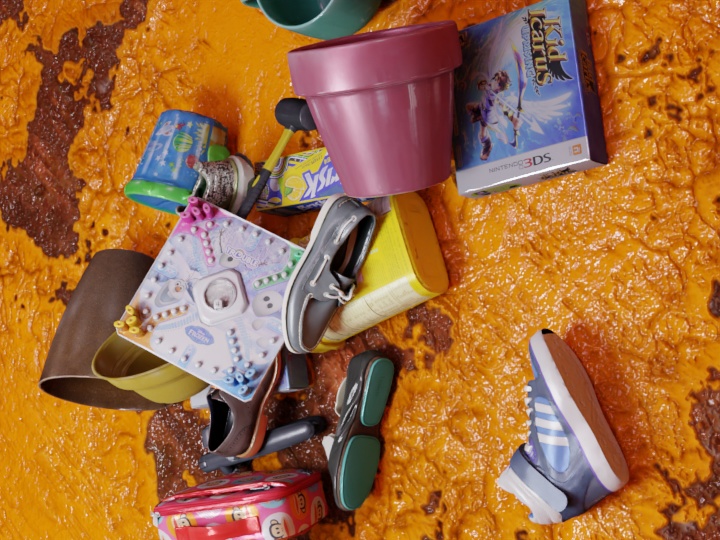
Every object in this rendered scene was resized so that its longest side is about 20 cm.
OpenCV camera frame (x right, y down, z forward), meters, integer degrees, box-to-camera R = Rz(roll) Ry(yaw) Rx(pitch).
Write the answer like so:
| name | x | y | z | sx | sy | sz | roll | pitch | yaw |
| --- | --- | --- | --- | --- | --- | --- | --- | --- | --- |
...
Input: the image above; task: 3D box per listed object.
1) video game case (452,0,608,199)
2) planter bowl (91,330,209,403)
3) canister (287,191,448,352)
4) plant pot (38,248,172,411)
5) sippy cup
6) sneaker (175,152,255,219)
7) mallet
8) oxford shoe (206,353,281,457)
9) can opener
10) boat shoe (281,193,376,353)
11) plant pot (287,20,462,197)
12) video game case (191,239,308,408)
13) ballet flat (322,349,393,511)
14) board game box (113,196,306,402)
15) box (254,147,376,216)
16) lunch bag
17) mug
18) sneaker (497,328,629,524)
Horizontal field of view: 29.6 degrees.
| name | x | y | z | sx | sy | sz | roll | pitch | yaw |
| --- | --- | --- | --- | --- | --- | --- | --- | --- | --- |
| video game case | 0.186 | -0.200 | 1.586 | 0.181 | 0.045 | 0.201 | -13 | 78 | 36 |
| planter bowl | -0.240 | 0.114 | 1.773 | 0.200 | 0.200 | 0.084 | -4 | 121 | 38 |
| canister | 0.000 | 0.000 | 1.693 | 0.200 | 0.086 | 0.149 | -26 | 71 | 33 |
| plant pot | -0.342 | 0.078 | 1.919 | 0.187 | 0.187 | 0.201 | -10 | 65 | 38 |
| sippy cup | -0.243 | -0.148 | 1.878 | 0.177 | 0.140 | 0.131 | 12 | 83 | 20 |
| sneaker | -0.207 | -0.062 | 1.776 | 0.077 | 0.088 | 0.200 | 36 | 115 | 52 |
| mallet | -0.109 | -0.132 | 1.729 | 0.066 | 0.041 | 0.200 | 5 | 65 | 48 |
| oxford shoe | -0.152 | 0.141 | 1.734 | 0.071 | 0.072 | 0.201 | 7 | 91 | 39 |
| can opener | -0.135 | 0.227 | 1.794 | 0.200 | 0.063 | 0.079 | -17 | 99 | 35 |
| boat shoe | -0.036 | 0.009 | 1.623 | 0.062 | 0.073 | 0.200 | 21 | 93 | 39 |
| plant pot | 0.028 | -0.186 | 1.589 | 0.200 | 0.200 | 0.179 | -1 | 107 | 38 |
| video game case | -0.159 | 0.073 | 1.829 | 0.181 | 0.045 | 0.201 | -14 | 78 | 38 |
| ballet flat | -0.006 | 0.197 | 1.701 | 0.068 | 0.068 | 0.201 | 8 | 81 | 48 |
| board game box | -0.173 | 0.030 | 1.669 | 0.200 | 0.026 | 0.200 | 26 | 78 | 16 |
| box | -0.043 | -0.118 | 1.750 | 0.200 | 0.064 | 0.070 | -8 | 82 | 37 |
| lunch bag | -0.155 | 0.307 | 1.713 | 0.200 | 0.176 | 0.082 | -11 | 91 | 22 |
| mug | -0.053 | -0.378 | 1.747 | 0.185 | 0.114 | 0.152 | 35 | 108 | 36 |
| sneaker | 0.196 | 0.183 | 1.523 | 0.146 | 0.081 | 0.200 | -34 | 72 | 27 |
